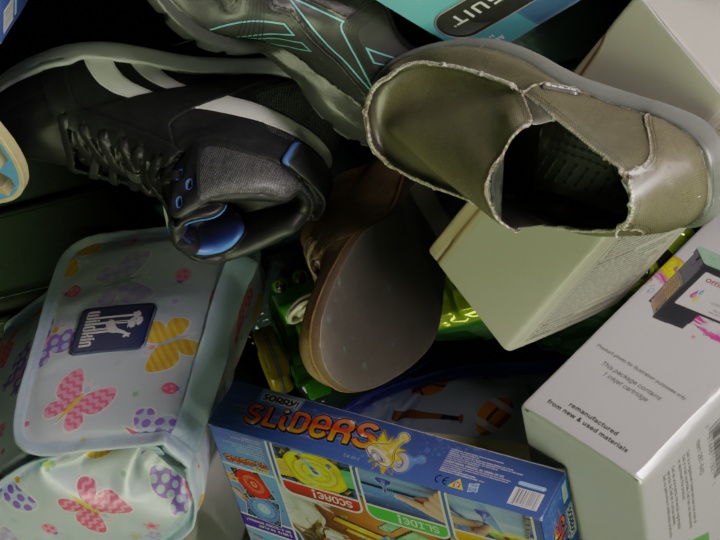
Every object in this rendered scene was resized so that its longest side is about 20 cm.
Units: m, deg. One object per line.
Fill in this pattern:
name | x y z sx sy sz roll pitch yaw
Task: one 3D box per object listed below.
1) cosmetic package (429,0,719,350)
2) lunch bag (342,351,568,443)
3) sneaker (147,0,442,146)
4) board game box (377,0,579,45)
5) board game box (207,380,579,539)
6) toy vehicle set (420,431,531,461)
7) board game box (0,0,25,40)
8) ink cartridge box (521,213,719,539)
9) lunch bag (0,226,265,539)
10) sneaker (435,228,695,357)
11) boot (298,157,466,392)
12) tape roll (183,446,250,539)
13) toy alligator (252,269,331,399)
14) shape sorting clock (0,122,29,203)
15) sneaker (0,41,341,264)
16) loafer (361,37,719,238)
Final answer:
cosmetic package | 0.133 -0.055 1.220 0.073 0.103 0.200 52 131 16
lunch bag | 0.081 0.138 1.478 0.199 0.124 0.170 -4 138 1
sneaker | -0.032 -0.139 1.217 0.200 0.076 0.079 29 127 -34
board game box | 0.040 -0.185 1.124 0.200 0.047 0.151 27 139 -37
board game box | 0.023 0.137 1.324 0.199 0.035 0.136 14 142 25
toy vehicle set | 0.061 0.167 1.407 0.124 0.027 0.201 4 138 20
board game box | -0.223 -0.206 1.153 0.135 0.035 0.200 21 143 6
ink cartridge box | 0.186 0.069 1.310 0.084 0.200 0.145 32 153 32
lunch bag | -0.142 0.074 1.406 0.127 0.170 0.200 33 138 -23
sneaker | 0.095 0.020 1.369 0.199 0.074 0.084 -6 135 17
boot | 0.000 0.000 1.268 0.075 0.200 0.074 -12 118 28
tape roll | -0.075 0.203 1.523 0.071 0.203 0.203 -15 135 27
toy alligator | -0.034 0.025 1.389 0.059 0.054 0.200 -22 164 -5
shape sorting clock | -0.263 -0.091 1.280 0.199 0.039 0.200 21 159 8
sneaker | -0.112 -0.058 1.285 0.199 0.112 0.073 -1 139 12
loafer | 0.074 -0.061 1.150 0.199 0.070 0.076 14 114 38
